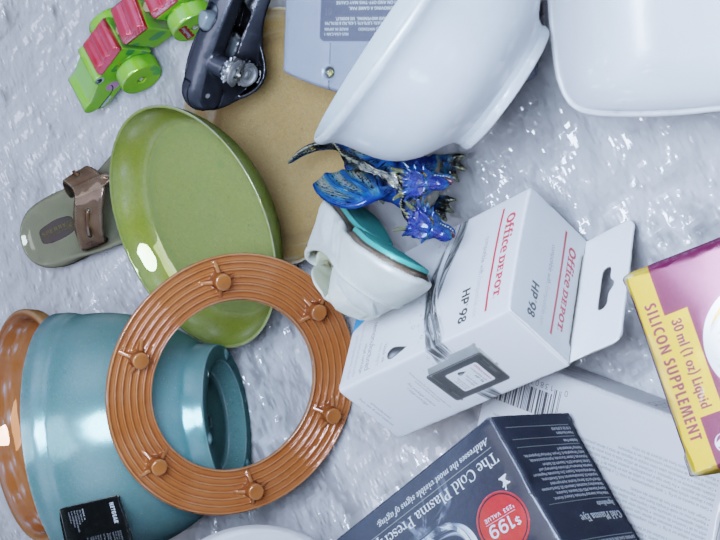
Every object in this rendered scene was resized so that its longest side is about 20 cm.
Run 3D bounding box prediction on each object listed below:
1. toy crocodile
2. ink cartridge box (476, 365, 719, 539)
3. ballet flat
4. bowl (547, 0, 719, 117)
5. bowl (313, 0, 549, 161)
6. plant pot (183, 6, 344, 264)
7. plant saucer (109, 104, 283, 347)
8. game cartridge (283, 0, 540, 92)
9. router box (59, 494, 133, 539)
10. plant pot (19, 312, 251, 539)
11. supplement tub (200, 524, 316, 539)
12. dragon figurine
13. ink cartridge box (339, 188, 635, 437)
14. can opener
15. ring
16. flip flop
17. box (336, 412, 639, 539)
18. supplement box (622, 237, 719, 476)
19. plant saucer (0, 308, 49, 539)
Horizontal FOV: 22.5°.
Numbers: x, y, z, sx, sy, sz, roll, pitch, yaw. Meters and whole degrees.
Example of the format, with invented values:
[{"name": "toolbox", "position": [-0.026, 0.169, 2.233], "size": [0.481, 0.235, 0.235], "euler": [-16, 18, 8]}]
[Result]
[{"name": "toy crocodile", "position": [-0.181, -0.203, 1.483], "size": [0.200, 0.062, 0.068], "euler": [-39, 68, 35]}, {"name": "ink cartridge box", "position": [0.160, 0.166, 1.228], "size": [0.199, 0.045, 0.177], "euler": [20, 103, 38]}, {"name": "ballet flat", "position": [0.000, 0.000, 1.257], "size": [0.200, 0.069, 0.070], "euler": [-130, 50, -71]}, {"name": "bowl", "position": [0.218, -0.198, 1.145], "size": [0.199, 0.074, 0.201], "euler": [-1, 92, 39]}, {"name": "bowl", "position": [0.061, -0.144, 1.183], "size": [0.090, 0.201, 0.201], "euler": [34, 119, -6]}, {"name": "plant pot", "position": [-0.061, -0.104, 1.412], "size": [0.199, 0.027, 0.201], "euler": [2, 93, 40]}, {"name": "plant saucer", "position": [-0.124, -0.038, 1.420], "size": [0.200, 0.031, 0.201], "euler": [27, 129, 38]}, {"name": "game cartridge", "position": [0.037, -0.188, 1.301], "size": [0.199, 0.041, 0.134], "euler": [4, 97, 29]}, {"name": "router box", "position": [-0.170, 0.285, 1.302], "size": [0.200, 0.051, 0.150], "euler": [-115, 18, -49]}, {"name": "plant pot", "position": [-0.165, 0.124, 1.421], "size": [0.133, 0.200, 0.201], "euler": [-9, 86, 12]}, {"name": "supplement tub", "position": [-0.074, 0.302, 1.332], "size": [0.140, 0.140, 0.201], "euler": [29, 135, 35]}, {"name": "dragon figurine", "position": [0.006, -0.073, 1.279], "size": [0.200, 0.099, 0.059], "euler": [27, 104, 35]}, {"name": "ink cartridge box", "position": [0.086, 0.023, 1.234], "size": [0.200, 0.067, 0.116], "euler": [-28, 34, 37]}, {"name": "can opener", "position": [-0.090, -0.213, 1.373], "size": [0.079, 0.063, 0.201], "euler": [37, 114, 34]}, {"name": "ring", "position": [-0.092, 0.087, 1.341], "size": [0.019, 0.199, 0.202], "euler": [23, 108, 62]}, {"name": "flip flop", "position": [-0.233, -0.055, 1.536], "size": [0.199, 0.057, 0.082], "euler": [-23, 78, 38]}, {"name": "box", "position": [0.086, 0.223, 1.186], "size": [0.200, 0.104, 0.183], "euler": [-42, 66, 27]}, {"name": "supplement box", "position": [0.277, 0.030, 1.065], "size": [0.199, 0.103, 0.132], "euler": [-24, 76, 25]}, {"name": "plant saucer", "position": [-0.270, 0.132, 1.559], "size": [0.200, 0.037, 0.201], "euler": [13, 105, 58]}]
